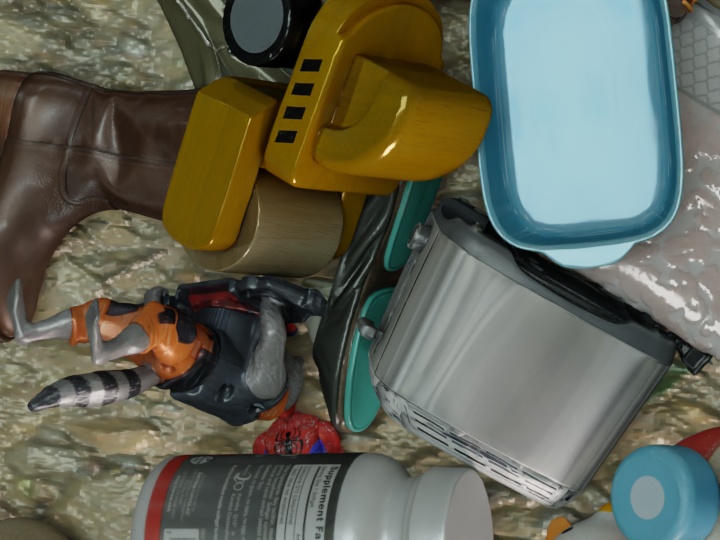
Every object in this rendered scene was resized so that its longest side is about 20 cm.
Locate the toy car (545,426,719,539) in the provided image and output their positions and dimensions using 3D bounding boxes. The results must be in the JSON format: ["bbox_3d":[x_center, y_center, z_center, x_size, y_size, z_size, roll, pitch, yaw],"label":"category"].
[{"bbox_3d":[0.171,0.179,1.671,0.200,0.184,0.177,2,87,44],"label":"toy car"}]

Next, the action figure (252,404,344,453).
[{"bbox_3d":[-0.030,0.165,1.757,0.065,0.052,0.200,-14,84,16],"label":"action figure"}]

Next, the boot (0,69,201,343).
[{"bbox_3d":[-0.147,-0.032,1.755,0.200,0.064,0.187,8,104,20],"label":"boot"}]

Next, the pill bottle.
[{"bbox_3d":[-0.028,0.168,1.669,0.200,0.116,0.116,-2,89,20],"label":"pill bottle"}]

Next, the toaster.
[{"bbox_3d":[0.099,0.055,1.684,0.200,0.114,0.129,29,101,-11],"label":"toaster"}]

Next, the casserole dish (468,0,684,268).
[{"bbox_3d":[0.129,-0.100,1.632,0.121,0.039,0.200,-6,87,13],"label":"casserole dish"}]

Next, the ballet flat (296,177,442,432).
[{"bbox_3d":[0.000,0.000,1.740,0.068,0.068,0.200,21,100,27],"label":"ballet flat"}]

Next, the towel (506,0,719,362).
[{"bbox_3d":[0.213,-0.056,1.674,0.200,0.032,0.191,33,76,12],"label":"towel"}]

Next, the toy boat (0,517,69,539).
[{"bbox_3d":[-0.212,0.267,1.776,0.200,0.130,0.131,47,130,10],"label":"toy boat"}]

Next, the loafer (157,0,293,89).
[{"bbox_3d":[-0.088,-0.143,1.755,0.200,0.075,0.070,44,95,10],"label":"loafer"}]

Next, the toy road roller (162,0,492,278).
[{"bbox_3d":[-0.013,-0.076,1.633,0.146,0.123,0.200,31,107,38],"label":"toy road roller"}]

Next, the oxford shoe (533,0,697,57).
[{"bbox_3d":[0.195,-0.189,1.674,0.200,0.071,0.073,-26,75,10],"label":"oxford shoe"}]

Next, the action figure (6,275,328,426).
[{"bbox_3d":[-0.123,0.054,1.697,0.200,0.193,0.105,-12,68,54],"label":"action figure"}]
